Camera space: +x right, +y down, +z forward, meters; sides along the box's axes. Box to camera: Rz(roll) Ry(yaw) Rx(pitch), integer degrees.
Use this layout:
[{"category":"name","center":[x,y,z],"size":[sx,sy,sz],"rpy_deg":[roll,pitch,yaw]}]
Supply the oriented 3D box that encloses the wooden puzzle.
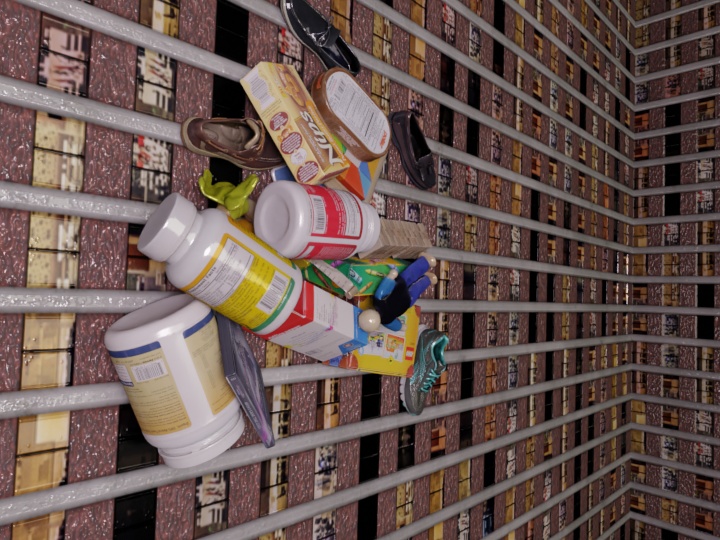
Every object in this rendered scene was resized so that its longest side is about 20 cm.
[{"category":"wooden puzzle","center":[-0.018,-0.228,1.042],"size":[0.200,0.037,0.188],"rpy_deg":[42,57,-40]}]

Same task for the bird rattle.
[{"category":"bird rattle","center":[-0.200,-0.049,0.819],"size":[0.163,0.110,0.205],"rpy_deg":[35,63,-62]}]

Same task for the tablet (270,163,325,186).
[{"category":"tablet","center":[-0.091,-0.107,0.993],"size":[0.129,0.013,0.204],"rpy_deg":[-31,111,-42]}]

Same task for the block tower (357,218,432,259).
[{"category":"block tower","center":[0.065,-0.058,1.001],"size":[0.198,0.054,0.059],"rpy_deg":[-4,68,-56]}]

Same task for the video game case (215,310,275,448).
[{"category":"video game case","center":[-0.170,0.152,0.784],"size":[0.019,0.144,0.202],"rpy_deg":[-16,136,-7]}]

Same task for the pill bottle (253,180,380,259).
[{"category":"pill bottle","center":[-0.060,-0.074,0.837],"size":[0.198,0.111,0.115],"rpy_deg":[0,89,-50]}]

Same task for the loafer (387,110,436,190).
[{"category":"loafer","center":[0.127,-0.265,1.185],"size":[0.072,0.062,0.201],"rpy_deg":[-55,126,-30]}]

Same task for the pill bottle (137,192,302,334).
[{"category":"pill bottle","center":[-0.181,-0.009,0.695],"size":[0.199,0.112,0.115],"rpy_deg":[37,64,-33]}]

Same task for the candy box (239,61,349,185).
[{"category":"candy box","center":[-0.105,-0.241,0.885],"size":[0.203,0.055,0.115],"rpy_deg":[61,26,-5]}]

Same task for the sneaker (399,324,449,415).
[{"category":"sneaker","center":[0.146,0.222,1.181],"size":[0.077,0.090,0.205],"rpy_deg":[20,76,-43]}]

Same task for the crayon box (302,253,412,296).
[{"category":"crayon box","center":[0.000,0.000,0.995],"size":[0.198,0.117,0.060],"rpy_deg":[-1,107,-50]}]

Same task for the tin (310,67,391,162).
[{"category":"tin","center":[-0.013,-0.293,1.010],"size":[0.199,0.041,0.114],"rpy_deg":[38,63,-36]}]

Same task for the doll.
[{"category":"doll","center":[0.070,0.051,0.963],"size":[0.199,0.048,0.139],"rpy_deg":[-37,130,-38]}]

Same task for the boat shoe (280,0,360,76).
[{"category":"boat shoe","center":[-0.069,-0.434,0.985],"size":[0.200,0.062,0.076],"rpy_deg":[45,61,-34]}]

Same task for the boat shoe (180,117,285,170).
[{"category":"boat shoe","center":[-0.184,-0.208,0.854],"size":[0.198,0.071,0.074],"rpy_deg":[5,86,-46]}]

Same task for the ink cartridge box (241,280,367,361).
[{"category":"ink cartridge box","center":[-0.092,0.085,0.907],"size":[0.199,0.115,0.069],"rpy_deg":[31,47,-42]}]

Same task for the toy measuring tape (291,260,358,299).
[{"category":"toy measuring tape","center":[-0.092,-0.005,0.902],"size":[0.199,0.074,0.074],"rpy_deg":[38,53,12]}]

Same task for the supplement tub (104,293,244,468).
[{"category":"supplement tub","center":[-0.248,0.149,0.734],"size":[0.143,0.143,0.204],"rpy_deg":[-29,110,-42]}]

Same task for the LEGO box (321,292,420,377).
[{"category":"LEGO box","center":[0.028,0.128,1.068],"size":[0.198,0.076,0.153],"rpy_deg":[19,77,-45]}]
